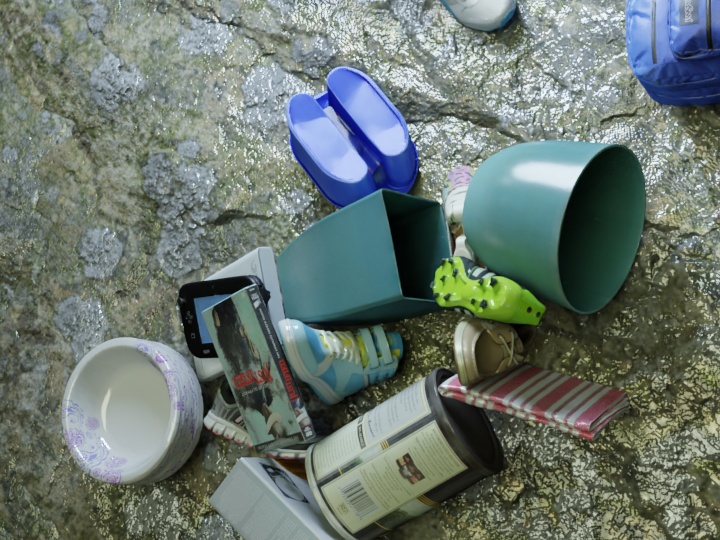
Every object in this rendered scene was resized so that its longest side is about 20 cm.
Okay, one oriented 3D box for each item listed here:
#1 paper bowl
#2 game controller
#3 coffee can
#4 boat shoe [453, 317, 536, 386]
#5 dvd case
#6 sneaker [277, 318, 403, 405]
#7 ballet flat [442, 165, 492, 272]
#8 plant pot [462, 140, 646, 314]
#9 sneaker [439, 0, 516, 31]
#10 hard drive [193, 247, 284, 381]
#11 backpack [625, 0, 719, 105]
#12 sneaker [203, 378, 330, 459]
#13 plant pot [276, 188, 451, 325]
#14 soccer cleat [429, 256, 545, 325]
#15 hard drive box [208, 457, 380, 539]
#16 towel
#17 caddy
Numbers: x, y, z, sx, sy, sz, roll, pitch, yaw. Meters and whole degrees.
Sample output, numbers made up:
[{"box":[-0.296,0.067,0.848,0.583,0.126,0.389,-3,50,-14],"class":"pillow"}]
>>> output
[{"box":[-0.307,0.197,1.789,0.200,0.104,0.201,-5,79,28],"class":"paper bowl"},{"box":[-0.179,0.063,1.696,0.200,0.042,0.105,-7,85,52],"class":"game controller"},{"box":[0.053,0.231,1.590,0.200,0.146,0.147,-33,70,18],"class":"coffee can"},{"box":[0.161,0.088,1.533,0.065,0.200,0.072,-6,97,22],"class":"boat shoe"},{"box":[-0.130,0.127,1.612,0.146,0.022,0.200,-25,87,58],"class":"dvd case"},{"box":[-0.020,0.094,1.625,0.130,0.200,0.080,-23,62,8],"class":"sneaker"},{"box":[0.137,-0.043,1.632,0.069,0.071,0.200,-11,78,22],"class":"ballet flat"},{"box":[0.221,-0.065,1.533,0.161,0.200,0.201,17,90,37],"class":"plant pot"},{"box":[0.118,-0.386,1.687,0.200,0.081,0.077,43,100,23],"class":"sneaker"},{"box":[-0.172,0.062,1.741,0.200,0.027,0.132,-27,69,48],"class":"hard drive"},{"box":[0.406,-0.284,1.489,0.200,0.168,0.163,-2,75,29],"class":"backpack"},{"box":[-0.120,0.194,1.719,0.200,0.074,0.088,14,95,31],"class":"sneaker"},{"box":[0.000,0.000,1.660,0.200,0.141,0.141,-20,74,33],"class":"plant pot"},{"box":[0.146,0.030,1.522,0.068,0.081,0.200,-64,22,0],"class":"soccer cleat"},{"box":[-0.071,0.330,1.630,0.200,0.156,0.077,41,99,24],"class":"hard drive box"},{"box":[0.207,0.152,1.531,0.200,0.146,0.030,14,106,27],"class":"towel"},{"box":[-0.012,-0.170,1.707,0.141,0.105,0.200,-34,67,-6],"class":"caddy"}]
